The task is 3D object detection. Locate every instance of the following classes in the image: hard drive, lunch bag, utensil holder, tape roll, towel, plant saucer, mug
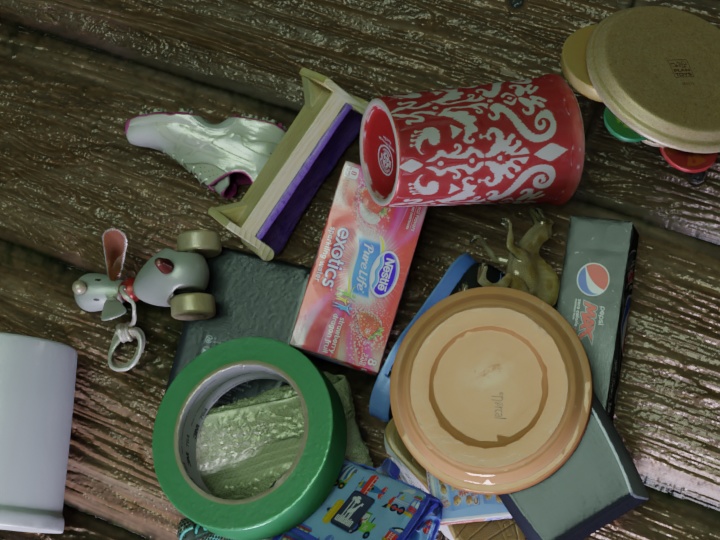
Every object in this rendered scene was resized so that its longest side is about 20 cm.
[{"bbox_3d":[-0.131,0.082,1.750,0.138,0.033,0.202,13,84,19],"label":"hard drive"},{"bbox_3d":[0.179,0.166,1.564,0.134,0.042,0.201,-31,75,3],"label":"hard drive"},{"bbox_3d":[-0.008,0.282,1.587,0.150,0.094,0.201,13,68,47],"label":"lunch bag"},{"bbox_3d":[-0.397,0.178,1.745,0.168,0.170,0.203,1,77,17],"label":"utensil holder"},{"bbox_3d":[-0.113,0.170,1.624,0.198,0.048,0.203,-8,66,17],"label":"tape roll"},{"bbox_3d":[-0.088,0.198,1.686,0.198,0.037,0.150,-17,100,11],"label":"towel"},{"bbox_3d":[0.125,0.114,1.547,0.198,0.032,0.203,-2,78,11],"label":"plant saucer"},{"bbox_3d":[0.101,-0.121,1.630,0.198,0.177,0.135,-6,84,-21],"label":"mug"}]

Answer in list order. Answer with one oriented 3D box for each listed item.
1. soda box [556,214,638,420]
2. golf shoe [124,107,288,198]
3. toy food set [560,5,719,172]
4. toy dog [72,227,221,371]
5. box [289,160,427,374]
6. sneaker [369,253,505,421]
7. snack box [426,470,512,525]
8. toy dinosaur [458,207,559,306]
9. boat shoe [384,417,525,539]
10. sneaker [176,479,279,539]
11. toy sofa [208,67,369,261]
[{"bbox_3d":[0.235,0.050,1.627,0.070,0.063,0.202,7,83,17],"label":"soda box"},{"bbox_3d":[-0.176,-0.131,1.785,0.198,0.075,0.093,6,85,19],"label":"golf shoe"},{"bbox_3d":[0.313,-0.187,1.611,0.198,0.049,0.199,-19,61,-29],"label":"toy food set"},{"bbox_3d":[-0.242,0.013,1.742,0.199,0.096,0.133,-30,62,22],"label":"toy dog"},{"bbox_3d":[0.000,0.000,1.680,0.102,0.095,0.202,18,84,-1],"label":"box"},{"bbox_3d":[0.088,0.080,1.655,0.077,0.070,0.201,31,82,20],"label":"sneaker"},{"bbox_3d":[0.166,0.208,1.600,0.197,0.024,0.073,-5,75,-7],"label":"snack box"},{"bbox_3d":[0.155,0.022,1.618,0.100,0.058,0.202,15,76,-19],"label":"toy dinosaur"},{"bbox_3d":[0.096,0.232,1.637,0.070,0.069,0.201,-33,79,-19],"label":"boat shoe"},{"bbox_3d":[-0.147,0.282,1.664,0.091,0.078,0.200,41,108,4],"label":"sneaker"},{"bbox_3d":[-0.066,-0.108,1.715,0.097,0.083,0.201,35,89,-25],"label":"toy sofa"}]
